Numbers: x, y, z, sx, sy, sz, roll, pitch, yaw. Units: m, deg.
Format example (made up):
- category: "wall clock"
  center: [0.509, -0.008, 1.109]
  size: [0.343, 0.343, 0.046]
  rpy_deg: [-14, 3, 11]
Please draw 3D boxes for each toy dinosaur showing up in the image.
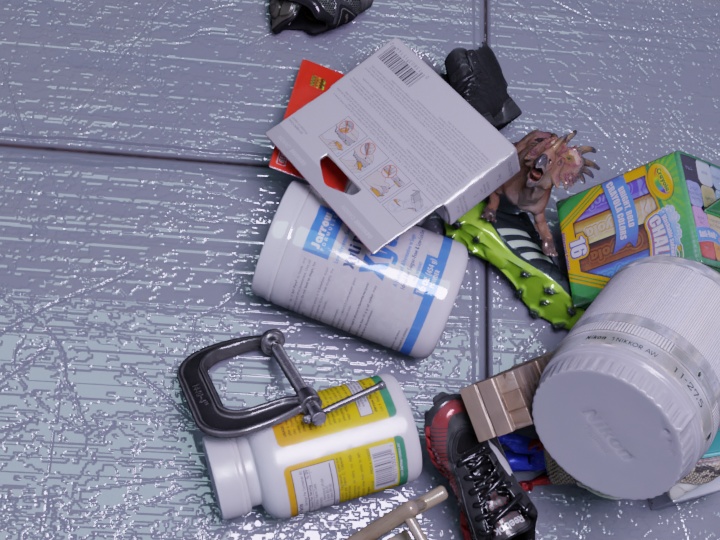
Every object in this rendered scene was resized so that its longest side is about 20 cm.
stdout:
- category: "toy dinosaur"
  center: [0.187, -0.111, 1.187]
  size: [0.086, 0.136, 0.200]
  rpy_deg: [16, 31, -14]

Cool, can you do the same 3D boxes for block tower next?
- category: "block tower"
  center: [0.161, 0.122, 1.118]
  size: [0.054, 0.200, 0.058]
  rpy_deg: [-22, 85, 22]

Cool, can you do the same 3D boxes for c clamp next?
- category: "c clamp"
  center: [-0.091, 0.110, 1.116]
  size: [0.170, 0.200, 0.027]
  rpy_deg: [-23, 120, -17]

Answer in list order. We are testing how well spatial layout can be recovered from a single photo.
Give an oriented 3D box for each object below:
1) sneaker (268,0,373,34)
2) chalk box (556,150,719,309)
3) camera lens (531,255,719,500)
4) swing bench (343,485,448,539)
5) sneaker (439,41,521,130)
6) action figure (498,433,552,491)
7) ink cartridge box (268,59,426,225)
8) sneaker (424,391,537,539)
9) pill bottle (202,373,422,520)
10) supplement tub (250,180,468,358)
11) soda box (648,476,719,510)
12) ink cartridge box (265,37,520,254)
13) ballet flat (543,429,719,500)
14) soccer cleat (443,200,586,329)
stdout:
- category: "sneaker"
  center: [-0.089, -0.353, 1.307]
  size: [0.114, 0.076, 0.199]
  rpy_deg: [-41, 86, -24]
- category: "chalk box"
  center: [0.326, -0.038, 1.173]
  size: [0.125, 0.200, 0.124]
  rpy_deg: [11, 66, -42]
- category: "camera lens"
  center: [0.267, 0.093, 1.045]
  size: [0.160, 0.160, 0.200]
  rpy_deg: [41, 49, 7]
- category: "swing bench"
  center: [0.029, 0.336, 1.025]
  size: [0.200, 0.130, 0.199]
  rpy_deg: [-33, 77, 12]
- category: "sneaker"
  center: [0.118, -0.197, 1.245]
  size: [0.104, 0.060, 0.200]
  rpy_deg: [58, 32, 2]
- category: "action figure"
  center: [0.178, 0.193, 1.163]
  size: [0.199, 0.066, 0.052]
  rpy_deg: [8, 28, -5]
- category: "ink cartridge box"
  center: [0.006, -0.156, 1.219]
  size: [0.173, 0.044, 0.200]
  rpy_deg: [21, 45, -10]
- category: "sneaker"
  center: [0.123, 0.210, 1.089]
  size: [0.071, 0.098, 0.201]
  rpy_deg: [-26, 110, -11]
- category: "pill bottle"
  center: [-0.050, 0.179, 1.112]
  size: [0.199, 0.113, 0.113]
  rpy_deg: [-14, 74, -12]
- category: "supplement tub"
  center: [0.000, 0.000, 1.169]
  size: [0.199, 0.132, 0.132]
  rpy_deg: [21, 70, -1]
- category: "soda box"
  center: [0.316, 0.146, 1.193]
  size: [0.063, 0.068, 0.201]
  rpy_deg: [-13, 73, -9]
- category: "ink cartridge box"
  center: [0.030, -0.120, 1.131]
  size: [0.176, 0.045, 0.200]
  rpy_deg: [-37, 59, -7]
- category: "ballet flat"
  center: [0.281, 0.192, 1.112]
  size: [0.199, 0.068, 0.076]
  rpy_deg: [0, 112, 7]
- category: "soccer cleat"
  center: [0.182, -0.015, 1.236]
  size: [0.200, 0.068, 0.081]
  rpy_deg: [41, 56, 6]
